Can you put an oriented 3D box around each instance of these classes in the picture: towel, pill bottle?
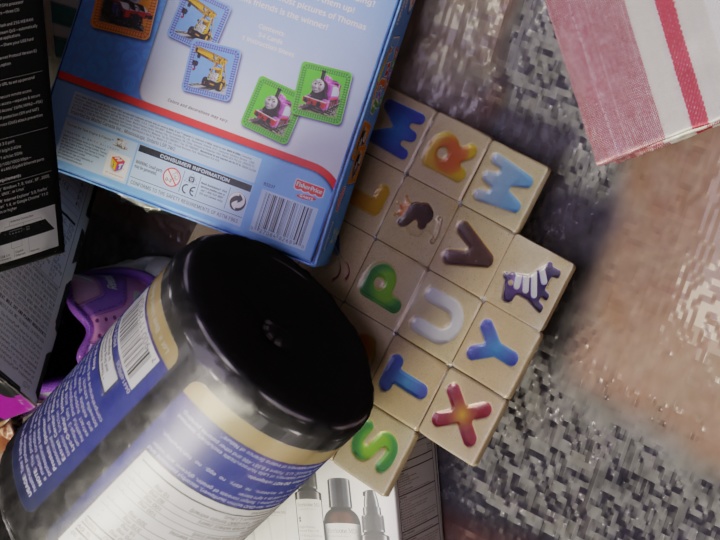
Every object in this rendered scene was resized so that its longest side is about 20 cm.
[{"bbox_3d":[0.167,-0.142,0.693,0.199,0.023,0.145,-20,83,29],"label":"towel"},{"bbox_3d":[-0.095,0.086,0.759,0.200,0.112,0.112,-45,73,26],"label":"pill bottle"}]

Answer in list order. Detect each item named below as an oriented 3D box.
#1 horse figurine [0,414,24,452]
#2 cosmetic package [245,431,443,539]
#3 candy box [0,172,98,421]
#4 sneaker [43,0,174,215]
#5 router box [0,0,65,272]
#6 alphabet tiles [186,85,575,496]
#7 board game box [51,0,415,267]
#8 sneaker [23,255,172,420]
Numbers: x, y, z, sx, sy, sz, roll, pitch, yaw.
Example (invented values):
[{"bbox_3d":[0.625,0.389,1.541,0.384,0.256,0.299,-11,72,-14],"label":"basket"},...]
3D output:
[{"bbox_3d":[-0.241,0.103,0.909,0.199,0.050,0.133,14,146,32],"label":"horse figurine"},{"bbox_3d":[-0.057,0.117,0.834,0.198,0.051,0.083,-4,92,31],"label":"cosmetic package"},{"bbox_3d":[-0.208,-0.006,0.835,0.135,0.061,0.201,-21,40,27],"label":"candy box"},{"bbox_3d":[-0.117,-0.129,0.834,0.093,0.070,0.201,-32,75,35],"label":"sneaker"},{"bbox_3d":[-0.217,-0.091,0.752,0.199,0.051,0.151,14,114,41],"label":"router box"},{"bbox_3d":[0.000,0.000,0.783,0.199,0.006,0.168,30,96,33],"label":"alphabet tiles"},{"bbox_3d":[-0.055,-0.122,0.778,0.150,0.037,0.202,20,96,11],"label":"board game box"},{"bbox_3d":[-0.180,0.040,0.880,0.199,0.088,0.081,-14,89,32],"label":"sneaker"}]
